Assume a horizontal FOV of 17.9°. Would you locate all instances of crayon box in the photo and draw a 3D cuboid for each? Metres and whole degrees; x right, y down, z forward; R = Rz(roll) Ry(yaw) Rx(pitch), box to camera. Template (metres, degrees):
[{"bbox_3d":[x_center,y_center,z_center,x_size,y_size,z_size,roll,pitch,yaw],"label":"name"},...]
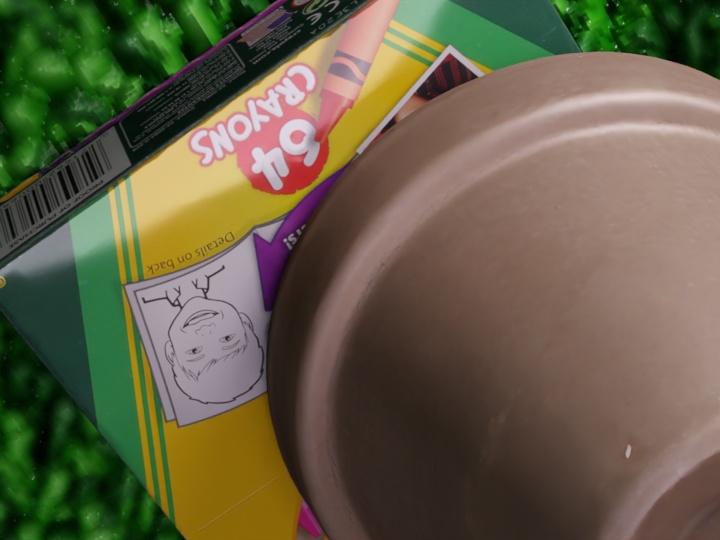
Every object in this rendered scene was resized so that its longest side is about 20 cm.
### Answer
[{"bbox_3d":[0.000,0.000,0.767,0.200,0.058,0.173,-35,115,1],"label":"crayon box"}]

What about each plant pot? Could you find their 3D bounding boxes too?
[{"bbox_3d":[0.089,0.054,0.687,0.200,0.175,0.201,-7,115,-16],"label":"plant pot"}]
